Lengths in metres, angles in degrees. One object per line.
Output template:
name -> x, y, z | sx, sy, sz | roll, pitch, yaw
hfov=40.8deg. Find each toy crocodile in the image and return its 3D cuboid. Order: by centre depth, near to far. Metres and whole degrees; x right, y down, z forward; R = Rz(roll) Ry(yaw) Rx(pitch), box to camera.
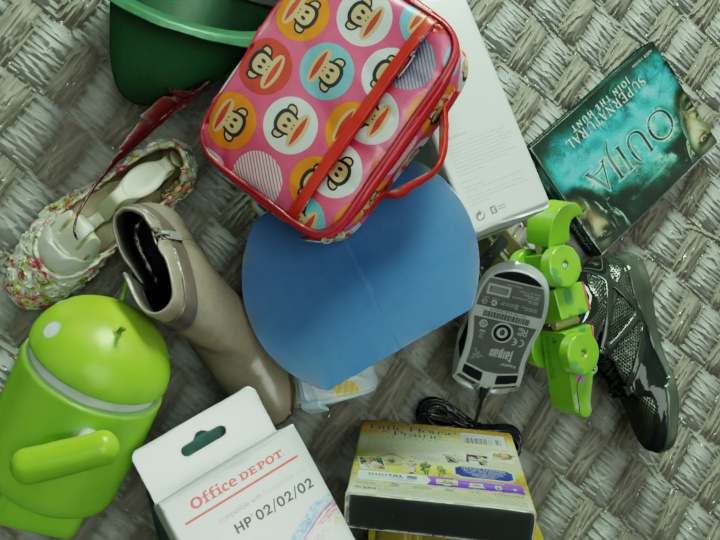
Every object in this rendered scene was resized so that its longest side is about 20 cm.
toy crocodile -> 0.188, 0.036, 0.903 | 0.061, 0.067, 0.204 | -12, 92, -28

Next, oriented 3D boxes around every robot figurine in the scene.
robot figurine -> -0.221, 0.108, 0.756 | 0.114, 0.176, 0.202 | 22, 108, -23

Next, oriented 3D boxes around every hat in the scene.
hat -> -0.176, -0.150, 0.839 | 0.198, 0.165, 0.178 | -6, 125, -44

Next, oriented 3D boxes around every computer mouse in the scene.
computer mouse -> 0.124, 0.078, 0.899 | 0.108, 0.044, 0.203 | 14, 113, -2

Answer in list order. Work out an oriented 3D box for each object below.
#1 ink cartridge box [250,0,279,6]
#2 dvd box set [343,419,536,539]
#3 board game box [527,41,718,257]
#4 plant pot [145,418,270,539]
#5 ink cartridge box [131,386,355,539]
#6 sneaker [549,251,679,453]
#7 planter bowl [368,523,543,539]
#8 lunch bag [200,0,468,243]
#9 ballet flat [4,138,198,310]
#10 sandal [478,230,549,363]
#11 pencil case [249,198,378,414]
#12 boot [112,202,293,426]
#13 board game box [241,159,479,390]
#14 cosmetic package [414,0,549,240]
ink cartridge box -> -0.029, -0.335, 0.870 | 0.142, 0.084, 0.203 | 9, 71, -14
dvd box set -> 0.064, 0.171, 0.810 | 0.144, 0.200, 0.030 | 5, 97, 2
board game box -> 0.275, -0.128, 1.019 | 0.199, 0.028, 0.136 | -41, 99, -18
plant pot -> -0.094, 0.225, 0.805 | 0.140, 0.141, 0.202 | -26, 91, -19
ink cartridge box -> -0.075, 0.195, 0.713 | 0.114, 0.068, 0.202 | -28, 85, -19
sneaker -> 0.249, 0.090, 0.972 | 0.112, 0.076, 0.203 | -13, 88, -18
planter bowl -> 0.106, 0.252, 0.850 | 0.199, 0.083, 0.203 | 29, 44, -31
lunch bag -> -0.011, -0.126, 0.762 | 0.175, 0.082, 0.201 | 37, 96, 11
ballet flat -> -0.219, -0.047, 0.816 | 0.076, 0.064, 0.200 | 47, 73, -6
sandal -> 0.121, -0.002, 0.939 | 0.080, 0.054, 0.201 | -40, 105, -22
pencil case -> -0.042, 0.020, 0.860 | 0.082, 0.091, 0.204 | -11, 92, 17
boot -> -0.132, 0.036, 0.780 | 0.070, 0.146, 0.201 | -36, 76, 4
board game box -> 0.000, 0.000, 0.799 | 0.198, 0.039, 0.160 | -29, 71, 3
cosmetic package -> 0.077, -0.126, 0.846 | 0.080, 0.113, 0.203 | -19, 87, -13
